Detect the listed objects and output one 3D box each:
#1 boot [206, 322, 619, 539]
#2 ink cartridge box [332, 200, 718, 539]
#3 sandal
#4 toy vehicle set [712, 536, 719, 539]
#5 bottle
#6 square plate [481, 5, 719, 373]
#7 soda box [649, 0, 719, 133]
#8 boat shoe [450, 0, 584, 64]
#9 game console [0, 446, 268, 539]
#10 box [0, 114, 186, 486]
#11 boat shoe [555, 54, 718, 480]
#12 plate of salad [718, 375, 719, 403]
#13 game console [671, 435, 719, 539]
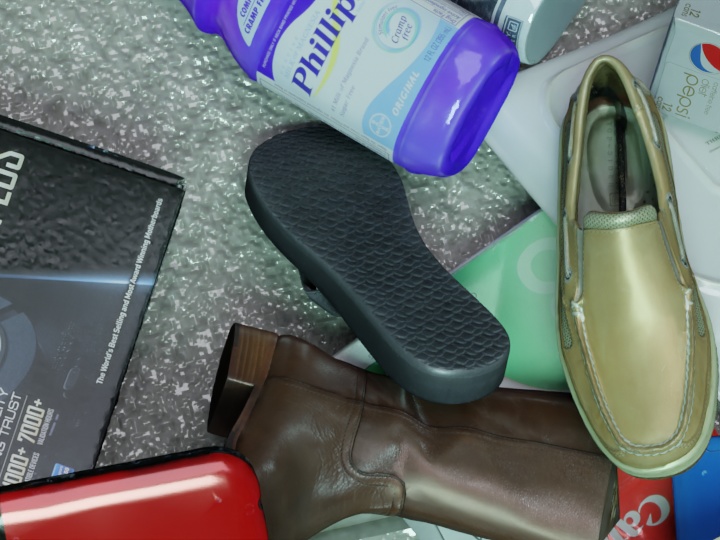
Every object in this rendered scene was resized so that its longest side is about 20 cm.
[{"bbox_3d":[0.028,0.112,1.187,0.200,0.064,0.187,15,50,-9],"label":"boot"},{"bbox_3d":[0.097,0.085,1.283,0.161,0.050,0.200,-35,79,-19],"label":"ink cartridge box"},{"bbox_3d":[0.000,0.000,1.258,0.076,0.043,0.200,-9,43,-24],"label":"sandal"},{"bbox_3d":[0.182,0.174,1.167,0.200,0.027,0.124,-25,54,-15],"label":"toy vehicle set"},{"bbox_3d":[-0.022,-0.124,1.302,0.200,0.065,0.084,32,100,16],"label":"bottle"},{"bbox_3d":[0.183,-0.058,1.313,0.200,0.028,0.198,-25,60,-25],"label":"square plate"},{"bbox_3d":[0.206,-0.155,1.334,0.068,0.064,0.200,20,49,7],"label":"soda box"},{"bbox_3d":[0.097,-0.195,1.362,0.091,0.071,0.200,28,57,19],"label":"boat shoe"},{"bbox_3d":[-0.121,0.163,1.126,0.172,0.119,0.200,-11,109,-7],"label":"game console"},{"bbox_3d":[-0.188,0.032,1.225,0.164,0.086,0.200,19,70,-4],"label":"box"},{"bbox_3d":[0.119,-0.005,1.211,0.072,0.076,0.200,-11,63,4],"label":"boat shoe"},{"bbox_3d":[0.255,0.006,1.338,0.200,0.048,0.200,3,72,-9],"label":"plate of salad"},{"bbox_3d":[0.253,0.177,1.285,0.171,0.118,0.200,-7,80,20],"label":"game console"}]
